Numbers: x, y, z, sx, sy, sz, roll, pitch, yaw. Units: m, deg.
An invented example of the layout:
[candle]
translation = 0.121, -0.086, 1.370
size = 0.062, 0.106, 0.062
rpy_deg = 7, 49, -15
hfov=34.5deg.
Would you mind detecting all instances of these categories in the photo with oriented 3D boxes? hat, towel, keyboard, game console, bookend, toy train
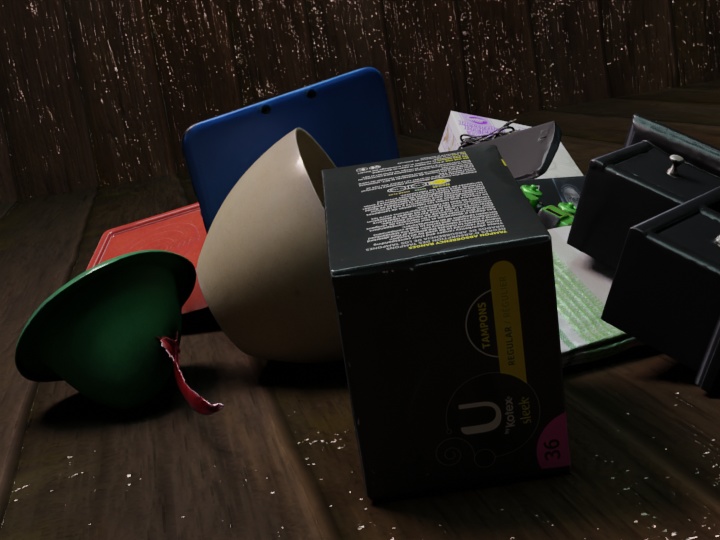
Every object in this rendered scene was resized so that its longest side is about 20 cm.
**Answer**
[hat]
translation = -0.167, 0.098, 0.932
size = 0.166, 0.176, 0.200
rpy_deg = -43, -21, 11
[towel]
translation = 0.133, 0.028, 0.910
size = 0.199, 0.031, 0.149
rpy_deg = -14, 39, -17
[keyboard]
translation = 0.145, -0.113, 1.267
size = 0.200, 0.040, 0.104
rpy_deg = -10, 46, 48
[game console]
translation = -0.068, -0.088, 1.105
size = 0.200, 0.119, 0.171
rpy_deg = -20, -5, -16
[bookend]
translation = 0.231, -0.024, 0.862
size = 0.200, 0.092, 0.198
rpy_deg = 31, 34, 32
[toy train]
translation = 0.193, -0.039, 1.087
size = 0.200, 0.042, 0.056
rpy_deg = 29, 22, 22

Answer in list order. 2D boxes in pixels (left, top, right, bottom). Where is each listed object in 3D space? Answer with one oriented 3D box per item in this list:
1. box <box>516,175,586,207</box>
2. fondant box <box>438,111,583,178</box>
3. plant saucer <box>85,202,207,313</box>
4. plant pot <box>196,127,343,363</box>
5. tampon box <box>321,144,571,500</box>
[box]
translation = 0.126, -0.058, 1.226
size = 0.199, 0.044, 0.160
rpy_deg = -4, -7, -9
[fondant box]
translation = 0.185, -0.121, 1.407
size = 0.144, 0.058, 0.200
rpy_deg = 9, 26, -12
[plant saucer]
translation = -0.218, -0.011, 1.251
size = 0.199, 0.037, 0.200
rpy_deg = -16, 29, 13
[plant pot]
translation = -0.058, 0.000, 0.982
size = 0.134, 0.201, 0.200
rpy_deg = -30, 8, 10
[tampon box]
translation = 0.050, 0.023, 0.738
size = 0.126, 0.150, 0.200
rpy_deg = -9, 22, 1
